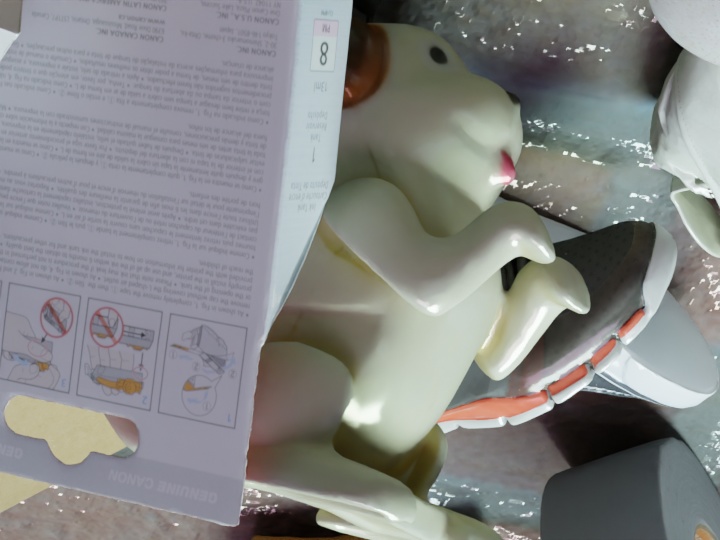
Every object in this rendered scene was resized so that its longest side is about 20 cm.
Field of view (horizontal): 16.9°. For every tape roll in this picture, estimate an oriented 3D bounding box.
[{"bbox_3d":[0.159,0.188,1.228,0.066,0.201,0.200,-19,137,17],"label":"tape roll"}]

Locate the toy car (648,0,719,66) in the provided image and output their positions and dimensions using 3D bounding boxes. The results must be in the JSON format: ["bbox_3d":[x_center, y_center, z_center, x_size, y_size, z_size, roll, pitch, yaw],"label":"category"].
[{"bbox_3d":[0.111,-0.179,0.832,0.199,0.175,0.150,27,115,-30],"label":"toy car"}]

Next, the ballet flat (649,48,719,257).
[{"bbox_3d":[0.162,-0.046,1.070,0.069,0.070,0.200,-17,138,14],"label":"ballet flat"}]

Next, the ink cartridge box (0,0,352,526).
[{"bbox_3d":[-0.091,-0.020,0.923,0.162,0.201,0.057,10,-169,28],"label":"ink cartridge box"}]

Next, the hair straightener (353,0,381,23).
[{"bbox_3d":[-0.065,-0.142,0.958,0.077,0.041,0.200,-27,139,29],"label":"hair straightener"}]

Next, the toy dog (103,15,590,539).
[{"bbox_3d":[0.000,0.000,0.974,0.193,0.201,0.139,10,168,35],"label":"toy dog"}]

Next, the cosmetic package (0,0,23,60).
[{"bbox_3d":[-0.224,-0.111,0.854,0.199,0.051,0.083,20,140,-23],"label":"cosmetic package"}]

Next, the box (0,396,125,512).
[{"bbox_3d":[-0.108,0.026,1.078,0.199,0.021,0.164,-27,148,-11],"label":"box"}]

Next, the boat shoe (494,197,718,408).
[{"bbox_3d":[0.075,0.021,1.125,0.199,0.072,0.068,25,129,-26],"label":"boat shoe"}]

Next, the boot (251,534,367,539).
[{"bbox_3d":[0.001,0.209,1.347,0.143,0.071,0.202,1,136,3],"label":"boot"}]

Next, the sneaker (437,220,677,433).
[{"bbox_3d":[0.039,0.021,1.041,0.199,0.077,0.082,-28,114,21],"label":"sneaker"}]
